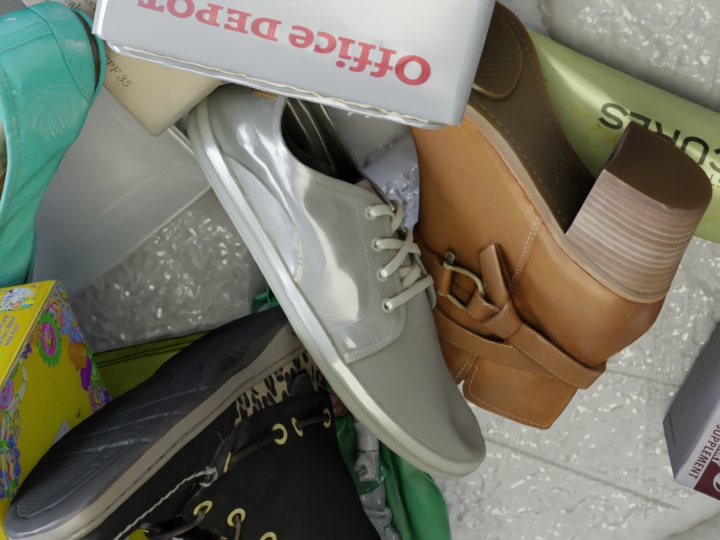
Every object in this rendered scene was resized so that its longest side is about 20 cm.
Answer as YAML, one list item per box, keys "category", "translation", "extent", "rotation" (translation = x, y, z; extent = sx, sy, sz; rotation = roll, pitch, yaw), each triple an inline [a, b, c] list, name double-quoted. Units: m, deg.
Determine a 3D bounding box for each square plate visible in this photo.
- category: "square plate"
  translation: [-0.200, -0.055, 0.986]
  extent: [0.200, 0.028, 0.198]
  rotation: [-38, 109, 18]

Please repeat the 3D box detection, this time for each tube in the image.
- category: "tube"
  translation: [0.147, -0.043, 0.966]
  extent: [0.199, 0.052, 0.058]
  rotation: [21, 81, 1]

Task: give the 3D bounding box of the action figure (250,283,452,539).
- category: "action figure"
  translation: [-0.014, 0.079, 1.003]
  extent: [0.118, 0.055, 0.201]
  rotation: [0, 113, 30]

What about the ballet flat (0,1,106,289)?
- category: "ballet flat"
  translation: [-0.167, -0.034, 0.913]
  extent: [0.070, 0.067, 0.200]
  rotation: [-14, 148, -36]

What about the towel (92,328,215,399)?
- category: "towel"
  translation: [-0.058, 0.068, 1.043]
  extent: [0.199, 0.018, 0.086]
  rotation: [-11, 113, 8]

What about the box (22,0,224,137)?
- category: "box"
  translation: [-0.039, -0.159, 0.902]
  extent: [0.200, 0.078, 0.095]
  rotation: [-39, 107, 19]

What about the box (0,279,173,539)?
- category: "box"
  translation: [-0.195, 0.130, 0.937]
  extent: [0.192, 0.122, 0.201]
  rotation: [-9, 121, 19]

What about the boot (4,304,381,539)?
- category: "boot"
  translation: [-0.052, 0.113, 0.893]
  extent: [0.073, 0.200, 0.151]
  rotation: [-16, 103, 29]

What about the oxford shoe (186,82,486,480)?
- category: "oxford shoe"
  translation: [0.000, 0.000, 0.926]
  extent: [0.058, 0.075, 0.200]
  rotation: [-31, 93, 22]

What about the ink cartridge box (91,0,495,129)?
- category: "ink cartridge box"
  translation: [-0.007, -0.169, 0.804]
  extent: [0.145, 0.088, 0.201]
  rotation: [14, 113, -2]

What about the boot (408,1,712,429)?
- category: "boot"
  translation: [0.044, -0.031, 0.959]
  extent: [0.200, 0.077, 0.156]
  rotation: [33, 131, 4]

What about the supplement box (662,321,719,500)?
- category: "supplement box"
  translation: [0.254, 0.080, 1.011]
  extent: [0.199, 0.061, 0.109]
  rotation: [22, 114, -9]
